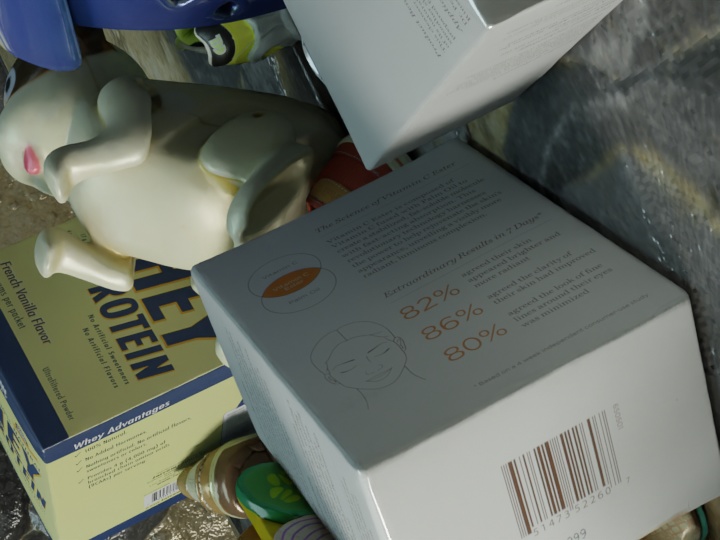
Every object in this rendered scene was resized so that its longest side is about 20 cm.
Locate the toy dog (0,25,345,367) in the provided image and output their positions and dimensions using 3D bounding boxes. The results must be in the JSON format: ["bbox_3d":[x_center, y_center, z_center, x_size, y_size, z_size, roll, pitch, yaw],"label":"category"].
[{"bbox_3d":[-0.119,-0.073,0.889,0.199,0.194,0.140,24,145,13],"label":"toy dog"}]

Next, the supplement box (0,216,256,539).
[{"bbox_3d":[-0.142,0.060,1.005,0.134,0.200,0.200,56,159,21],"label":"supplement box"}]

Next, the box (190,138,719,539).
[{"bbox_3d":[0.038,0.046,0.680,0.200,0.152,0.107,44,157,56],"label":"box"}]

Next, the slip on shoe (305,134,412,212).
[{"bbox_3d":[0.000,0.000,0.901,0.074,0.061,0.200,33,153,23],"label":"slip on shoe"}]

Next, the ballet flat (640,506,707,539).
[{"bbox_3d":[0.093,0.098,0.758,0.200,0.062,0.068,38,148,61],"label":"ballet flat"}]

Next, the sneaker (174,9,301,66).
[{"bbox_3d":[-0.088,-0.171,0.911,0.200,0.076,0.076,38,153,63],"label":"sneaker"}]

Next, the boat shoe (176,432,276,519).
[{"bbox_3d":[-0.037,0.132,1.047,0.076,0.200,0.072,-9,79,45],"label":"boat shoe"}]

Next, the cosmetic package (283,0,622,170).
[{"bbox_3d":[0.029,-0.120,0.567,0.113,0.081,0.200,64,167,2],"label":"cosmetic package"}]

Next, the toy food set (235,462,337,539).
[{"bbox_3d":[0.032,0.149,0.703,0.200,0.197,0.049,-134,50,-58],"label":"toy food set"}]

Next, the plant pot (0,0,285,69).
[{"bbox_3d":[-0.126,-0.225,0.706,0.200,0.179,0.200,58,166,25],"label":"plant pot"}]
